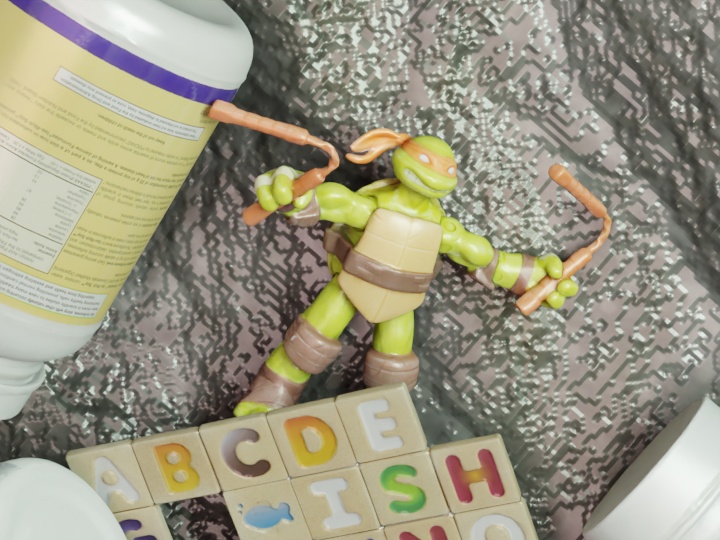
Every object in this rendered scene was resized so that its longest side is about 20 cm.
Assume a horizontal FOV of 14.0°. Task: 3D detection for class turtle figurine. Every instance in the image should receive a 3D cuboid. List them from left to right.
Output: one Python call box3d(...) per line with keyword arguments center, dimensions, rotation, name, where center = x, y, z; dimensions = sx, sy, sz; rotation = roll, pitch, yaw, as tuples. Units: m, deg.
box3d(center=(0.000, 0.000, 1.304), dimensions=(0.199, 0.064, 0.162), rotation=(15, 109, -25), name="turtle figurine")

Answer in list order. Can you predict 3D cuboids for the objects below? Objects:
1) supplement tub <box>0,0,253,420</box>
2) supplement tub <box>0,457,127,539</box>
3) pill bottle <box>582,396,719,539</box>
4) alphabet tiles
box3d(center=(-0.153, -0.052, 1.285), dimensions=(0.145, 0.145, 0.201), rotation=(32, 101, 3), name="supplement tub")
box3d(center=(-0.207, 0.166, 1.323), dimensions=(0.199, 0.122, 0.123), rotation=(-19, 96, 29), name="supplement tub")
box3d(center=(0.196, 0.152, 1.280), dimensions=(0.200, 0.111, 0.112), rotation=(43, 102, 1), name="pill bottle")
box3d(center=(-0.015, 0.135, 1.325), dimensions=(0.199, 0.008, 0.168), rotation=(-12, 114, 19), name="alphabet tiles")
